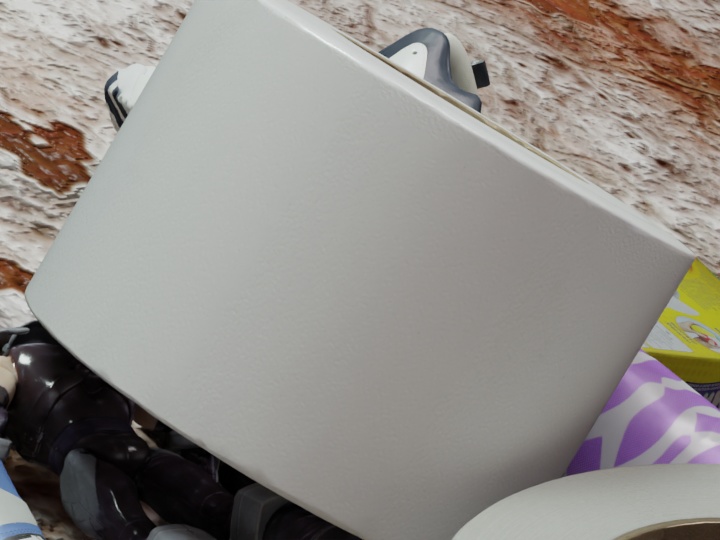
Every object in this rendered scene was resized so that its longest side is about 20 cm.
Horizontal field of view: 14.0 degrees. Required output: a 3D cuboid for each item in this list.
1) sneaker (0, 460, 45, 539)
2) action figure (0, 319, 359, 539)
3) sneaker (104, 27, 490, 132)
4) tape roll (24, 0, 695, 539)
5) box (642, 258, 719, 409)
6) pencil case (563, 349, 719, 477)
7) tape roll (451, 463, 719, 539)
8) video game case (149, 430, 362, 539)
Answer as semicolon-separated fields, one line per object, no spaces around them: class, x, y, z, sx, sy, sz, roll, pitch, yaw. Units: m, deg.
sneaker;-0.121;0.120;0.933;0.077;0.076;0.200;23;30;-29
action figure;-0.088;0.075;1.045;0.130;0.070;0.200;-5;31;-35
sneaker;-0.010;-0.061;1.270;0.130;0.080;0.199;-39;43;-23
tape roll;0.000;0.000;1.045;0.202;0.139;0.203;30;6;-3
box;0.130;0.027;1.319;0.200;0.048;0.117;5;30;-50
pencil case;0.092;0.066;1.146;0.200;0.084;0.085;42;0;31
tape roll;0.123;0.116;0.914;0.202;0.037;0.203;2;20;-1
video game case;0.039;0.089;1.172;0.181;0.026;0.200;40;30;29
